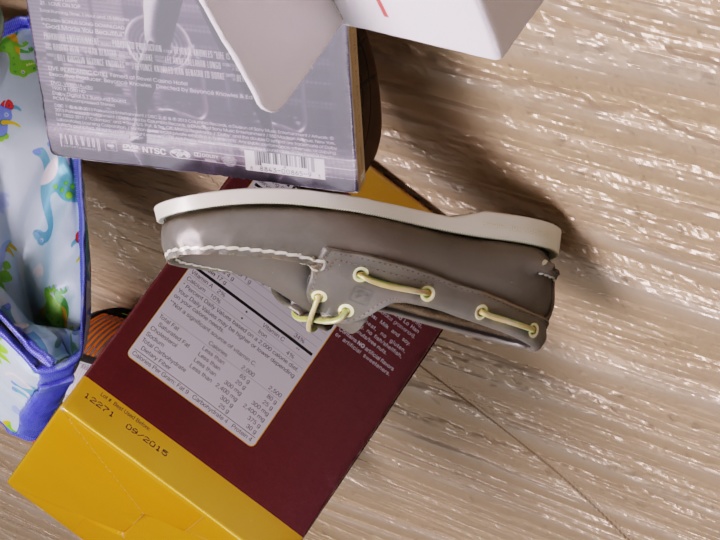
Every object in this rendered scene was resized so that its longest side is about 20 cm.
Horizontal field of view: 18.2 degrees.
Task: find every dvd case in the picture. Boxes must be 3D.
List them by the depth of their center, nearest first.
[{"bbox_3d":[-0.074,-0.127,0.949,0.148,0.016,0.201,8,128,15],"label":"dvd case"}]

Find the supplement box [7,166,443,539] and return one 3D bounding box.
[{"bbox_3d":[-0.063,0.054,1.182,0.132,0.200,0.197,37,158,-4],"label":"supplement box"}]

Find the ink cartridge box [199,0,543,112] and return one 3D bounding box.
[{"bbox_3d":[0.029,-0.147,0.665,0.066,0.200,0.116,17,151,37],"label":"ink cartridge box"}]

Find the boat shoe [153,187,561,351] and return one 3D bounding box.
[{"bbox_3d":[0.001,0.000,1.036,0.200,0.061,0.072,6,172,-23],"label":"boat shoe"}]

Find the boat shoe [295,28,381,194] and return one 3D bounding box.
[{"bbox_3d":[-0.055,-0.121,1.016,0.063,0.073,0.201,16,140,53],"label":"boat shoe"}]

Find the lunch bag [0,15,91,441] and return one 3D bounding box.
[{"bbox_3d":[-0.210,-0.013,1.273,0.170,0.127,0.201,126,123,-69],"label":"lunch bag"}]

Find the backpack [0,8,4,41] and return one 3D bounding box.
[{"bbox_3d":[-0.256,-0.148,1.082,0.175,0.201,0.153,11,154,33],"label":"backpack"}]

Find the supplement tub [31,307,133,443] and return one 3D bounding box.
[{"bbox_3d":[-0.128,0.092,1.451,0.199,0.123,0.123,12,147,46],"label":"supplement tub"}]
